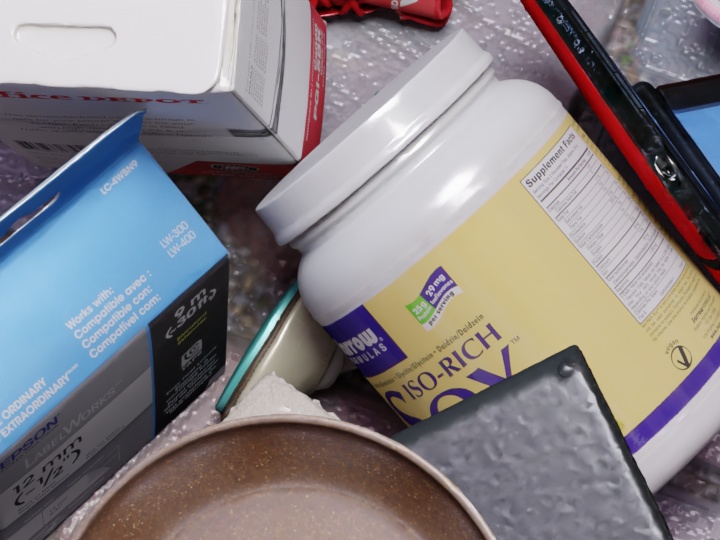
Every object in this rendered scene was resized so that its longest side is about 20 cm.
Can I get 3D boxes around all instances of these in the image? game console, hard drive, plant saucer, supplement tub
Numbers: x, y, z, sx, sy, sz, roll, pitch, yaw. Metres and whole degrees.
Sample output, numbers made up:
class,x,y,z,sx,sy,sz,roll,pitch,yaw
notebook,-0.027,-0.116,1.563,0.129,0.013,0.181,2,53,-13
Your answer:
class,x,y,z,sx,sy,sz,roll,pitch,yaw
game console,0.182,-0.074,1.182,0.118,0.172,0.200,-36,36,7
hard drive,0.031,0.137,1.036,0.199,0.033,0.140,-27,77,5
plant saucer,-0.029,0.159,1.008,0.199,0.037,0.202,-2,80,9
supplement tub,0.064,0.009,1.127,0.145,0.145,0.200,-43,96,-20

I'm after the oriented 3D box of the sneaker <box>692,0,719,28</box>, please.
class,x,y,z,sx,sy,sz,roll,pitch,yaw
sneaker,0.235,-0.205,1.269,0.075,0.105,0.200,30,46,14

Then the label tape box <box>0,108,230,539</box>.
class,x,y,z,sx,sy,sz,roll,pitch,yaw
label tape box,-0.127,0.033,1.115,0.066,0.200,0.143,43,70,13

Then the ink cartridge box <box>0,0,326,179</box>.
class,x,y,z,sx,sy,sz,roll,pitch,yaw
ink cartridge box,-0.103,-0.101,1.135,0.146,0.200,0.084,4,82,9

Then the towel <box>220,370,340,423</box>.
class,x,y,z,sx,sy,sz,roll,pitch,yaw
towel,-0.002,0.145,1.095,0.199,0.035,0.133,35,68,14

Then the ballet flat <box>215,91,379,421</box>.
class,x,y,z,sx,sy,sz,roll,pitch,yaw
ballet flat,0.000,0.000,1.213,0.069,0.070,0.201,22,65,11

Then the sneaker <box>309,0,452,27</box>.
class,x,y,z,sx,sy,sz,roll,pitch,yaw
sneaker,-0.022,-0.148,1.279,0.115,0.078,0.200,36,69,18
